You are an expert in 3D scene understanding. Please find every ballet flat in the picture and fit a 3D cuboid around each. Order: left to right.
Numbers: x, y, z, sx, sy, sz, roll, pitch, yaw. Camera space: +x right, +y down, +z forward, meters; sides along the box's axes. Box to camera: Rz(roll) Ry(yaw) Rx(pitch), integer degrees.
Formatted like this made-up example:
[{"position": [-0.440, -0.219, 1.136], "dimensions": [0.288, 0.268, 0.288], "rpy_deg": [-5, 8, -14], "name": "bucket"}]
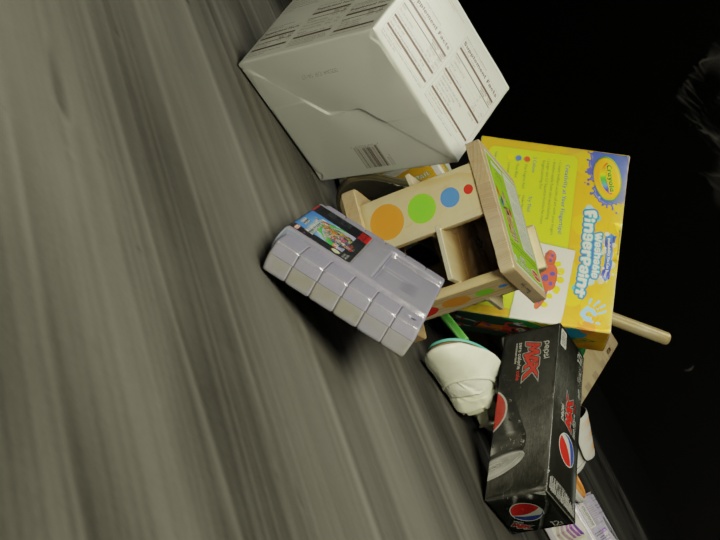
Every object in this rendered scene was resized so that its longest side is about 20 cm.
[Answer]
[{"position": [0.122, 0.125, 1.318], "dimensions": [0.070, 0.069, 0.200], "rpy_deg": [64, 11, 26], "name": "ballet flat"}]

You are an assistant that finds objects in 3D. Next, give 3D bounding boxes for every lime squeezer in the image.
[{"position": [0.069, 0.030, 1.364], "dimensions": [0.200, 0.037, 0.072], "rpy_deg": [-132, -159, -77], "name": "lime squeezer"}]

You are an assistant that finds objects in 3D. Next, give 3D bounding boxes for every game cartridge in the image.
[{"position": [0.000, 0.000, 1.005], "dimensions": [0.129, 0.039, 0.200], "rpy_deg": [36, 14, 1], "name": "game cartridge"}]

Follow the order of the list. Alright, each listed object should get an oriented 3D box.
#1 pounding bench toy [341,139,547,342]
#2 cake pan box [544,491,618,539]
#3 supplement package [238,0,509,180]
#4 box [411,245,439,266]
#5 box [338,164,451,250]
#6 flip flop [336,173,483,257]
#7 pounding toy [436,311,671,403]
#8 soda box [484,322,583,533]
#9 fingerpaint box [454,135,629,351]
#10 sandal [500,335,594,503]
[{"position": [0.084, -0.011, 1.210], "dimensions": [0.200, 0.154, 0.126], "rpy_deg": [32, 41, -64], "name": "pounding bench toy"}, {"position": [0.282, 0.350, 1.450], "dimensions": [0.186, 0.052, 0.200], "rpy_deg": [60, 10, 13], "name": "cake pan box"}, {"position": [0.012, -0.188, 1.227], "dimensions": [0.156, 0.198, 0.111], "rpy_deg": [53, 57, -27], "name": "supplement package"}, {"position": [0.139, -0.044, 1.549], "dimensions": [0.193, 0.198, 0.048], "rpy_deg": [50, 57, -48], "name": "box"}, {"position": [0.035, -0.125, 1.441], "dimensions": [0.102, 0.111, 0.201], "rpy_deg": [53, 13, -36], "name": "box"}, {"position": [0.071, -0.056, 1.304], "dimensions": [0.197, 0.082, 0.058], "rpy_deg": [15, 20, -2], "name": "flip flop"}, {"position": [0.221, 0.059, 1.483], "dimensions": [0.199, 0.143, 0.184], "rpy_deg": [18, -24, 46], "name": "pounding toy"}, {"position": [0.174, 0.153, 1.251], "dimensions": [0.064, 0.070, 0.202], "rpy_deg": [51, 36, -36], "name": "soda box"}, {"position": [0.195, -0.029, 1.365], "dimensions": [0.074, 0.164, 0.203], "rpy_deg": [80, 18, -70], "name": "fingerpaint box"}, {"position": [0.216, 0.157, 1.381], "dimensions": [0.079, 0.059, 0.209], "rpy_deg": [-85, 149, -76], "name": "sandal"}]
